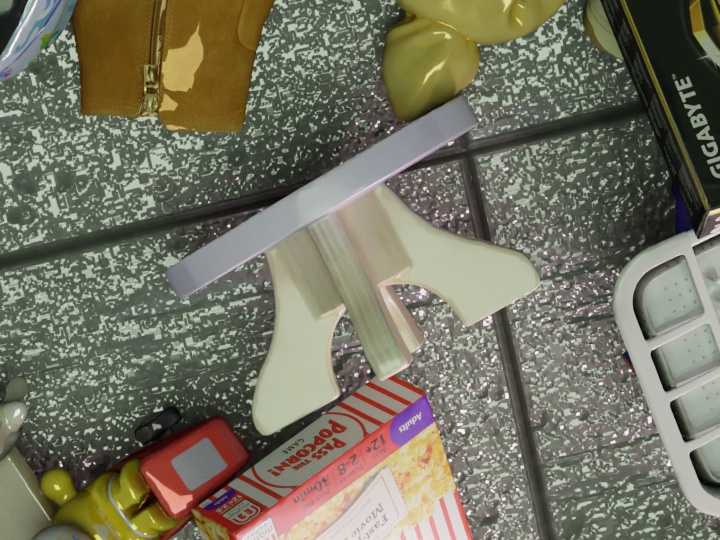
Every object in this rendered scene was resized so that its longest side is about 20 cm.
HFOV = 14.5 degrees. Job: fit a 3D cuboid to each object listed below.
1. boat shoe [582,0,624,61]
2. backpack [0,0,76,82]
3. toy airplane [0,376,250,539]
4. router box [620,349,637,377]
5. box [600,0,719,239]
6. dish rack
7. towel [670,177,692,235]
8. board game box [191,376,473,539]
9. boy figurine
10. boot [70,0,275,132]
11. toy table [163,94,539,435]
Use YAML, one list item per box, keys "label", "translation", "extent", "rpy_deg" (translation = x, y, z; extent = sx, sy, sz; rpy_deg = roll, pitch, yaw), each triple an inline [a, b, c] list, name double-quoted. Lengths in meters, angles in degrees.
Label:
- label: "boat shoe"
  translation: [0.231, -0.140, 1.629]
  extent: [0.199, 0.074, 0.067]
  rpy_deg: [12, 137, -4]
- label: "backpack"
  translation: [-0.212, -0.198, 1.555]
  extent: [0.162, 0.154, 0.201]
  rpy_deg: [16, 89, 7]
- label: "toy airplane"
  translation: [-0.177, 0.168, 1.660]
  extent: [0.199, 0.141, 0.201]
  rpy_deg: [12, 97, 6]
- label: "router box"
  translation: [0.285, 0.059, 1.675]
  extent: [0.200, 0.049, 0.180]
  rpy_deg: [-40, 110, 2]
- label: "box"
  translation: [0.227, -0.136, 1.567]
  extent: [0.159, 0.049, 0.201]
  rpy_deg: [-17, 72, -8]
- label: "dish rack"
  translation: [0.249, 0.030, 1.610]
  extent: [0.199, 0.044, 0.172]
  rpy_deg: [-24, 108, -3]
- label: "towel"
  translation: [0.260, -0.018, 1.695]
  extent: [0.147, 0.050, 0.201]
  rpy_deg: [-3, 106, -4]
- label: "board game box"
  translation: [-0.003, 0.184, 1.676]
  extent: [0.151, 0.046, 0.201]
  rpy_deg: [-35, 125, -25]
- label: "boy figurine"
  translation: [0.069, -0.179, 1.624]
  extent: [0.124, 0.064, 0.201]
  rpy_deg: [16, 105, -10]
- label: "boot"
  translation: [-0.067, -0.152, 1.609]
  extent: [0.200, 0.071, 0.145]
  rpy_deg: [-2, 99, 10]
- label: "toy table"
  translation: [0.000, 0.000, 1.620]
  extent: [0.199, 0.184, 0.118]
  rpy_deg: [-29, 91, 16]
